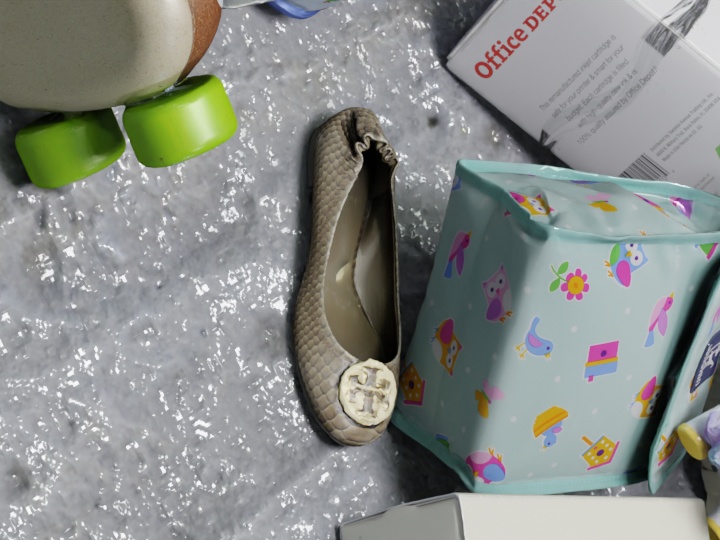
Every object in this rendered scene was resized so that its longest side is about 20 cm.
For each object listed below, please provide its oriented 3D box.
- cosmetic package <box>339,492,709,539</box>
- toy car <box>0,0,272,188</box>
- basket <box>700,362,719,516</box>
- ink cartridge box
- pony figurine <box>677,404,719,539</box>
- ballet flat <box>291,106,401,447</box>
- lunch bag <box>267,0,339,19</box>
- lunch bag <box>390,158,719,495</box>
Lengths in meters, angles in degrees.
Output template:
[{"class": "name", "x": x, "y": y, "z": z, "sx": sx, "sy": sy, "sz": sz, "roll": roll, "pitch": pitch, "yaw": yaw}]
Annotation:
[{"class": "cosmetic package", "x": 0.097, "y": 0.176, "z": 1.464, "sx": 0.200, "sy": 0.103, "sz": 0.087, "roll": 6, "pitch": 73, "yaw": -40}, {"class": "toy car", "x": -0.105, "y": -0.161, "z": 1.364, "sx": 0.200, "sy": 0.158, "sz": 0.164, "roll": -38, "pitch": 113, "yaw": -46}, {"class": "basket", "x": 0.307, "y": 0.083, "z": 1.654, "sx": 0.200, "sy": 0.139, "sz": 0.177, "roll": -28, "pitch": 109, "yaw": -37}, {"class": "ink cartridge box", "x": 0.174, "y": -0.121, "z": 1.574, "sx": 0.200, "sy": 0.146, "sz": 0.084, "roll": 40, "pitch": 50, "yaw": -5}, {"class": "pony figurine", "x": 0.279, "y": 0.067, "z": 1.496, "sx": 0.200, "sy": 0.167, "sz": 0.193, "roll": -36, "pitch": 140, "yaw": -13}, {"class": "ballet flat", "x": 0.000, "y": 0.000, "z": 1.475, "sx": 0.067, "sy": 0.046, "sz": 0.200, "roll": 17, "pitch": 64, "yaw": -37}, {"class": "lunch bag", "x": -0.039, "y": -0.251, "z": 1.511, "sx": 0.200, "sy": 0.076, "sz": 0.160, "roll": 51, "pitch": 46, "yaw": -15}, {"class": "lunch bag", "x": 0.138, "y": 0.034, "z": 1.486, "sx": 0.200, "sy": 0.122, "sz": 0.171, "roll": 4, "pitch": 112, "yaw": -34}]
